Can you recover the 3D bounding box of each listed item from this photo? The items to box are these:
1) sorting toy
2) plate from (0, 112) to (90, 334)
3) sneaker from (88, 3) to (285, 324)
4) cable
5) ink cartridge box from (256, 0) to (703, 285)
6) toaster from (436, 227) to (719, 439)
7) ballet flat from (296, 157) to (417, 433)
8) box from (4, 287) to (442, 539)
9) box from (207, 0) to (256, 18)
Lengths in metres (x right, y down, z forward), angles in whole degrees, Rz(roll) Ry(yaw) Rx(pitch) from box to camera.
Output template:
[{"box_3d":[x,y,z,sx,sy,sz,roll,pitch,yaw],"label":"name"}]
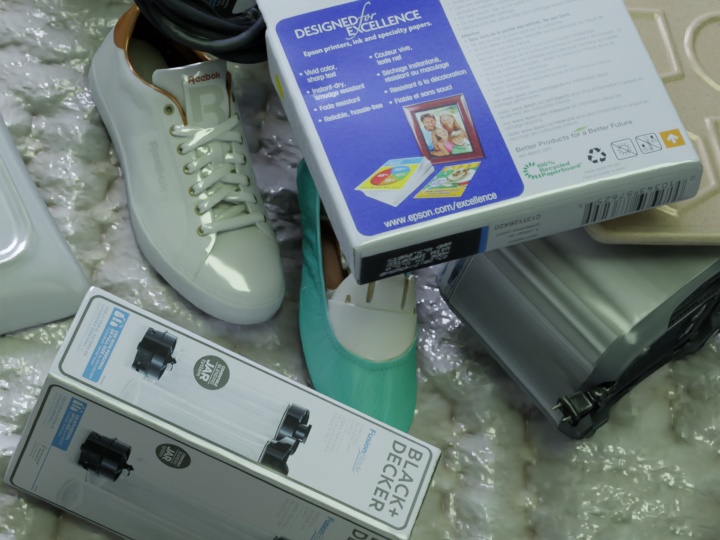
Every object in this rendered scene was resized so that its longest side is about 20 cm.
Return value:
[{"box_3d":[0.189,-0.086,1.593,0.199,0.037,0.186,3,53,-24],"label":"sorting toy"},{"box_3d":[-0.267,-0.043,1.518,0.199,0.032,0.200,-15,65,-30],"label":"plate"},{"box_3d":[-0.095,-0.066,1.569,0.073,0.085,0.200,-16,66,-32],"label":"sneaker"},{"box_3d":[-0.071,-0.198,1.567,0.200,0.051,0.164,-17,99,-54],"label":"cable"},{"box_3d":[0.057,-0.103,1.515,0.197,0.047,0.200,-15,56,-11],"label":"ink cartridge box"},{"box_3d":[0.134,0.003,1.597,0.129,0.114,0.200,45,54,15],"label":"toaster"},{"box_3d":[0.000,0.000,1.570,0.067,0.070,0.201,4,57,-20],"label":"ballet flat"},{"box_3d":[-0.072,0.101,1.434,0.200,0.117,0.060,26,52,-5],"label":"box"},{"box_3d":[-0.034,-0.229,1.718,0.200,0.060,0.117,-14,64,-29],"label":"box"}]
